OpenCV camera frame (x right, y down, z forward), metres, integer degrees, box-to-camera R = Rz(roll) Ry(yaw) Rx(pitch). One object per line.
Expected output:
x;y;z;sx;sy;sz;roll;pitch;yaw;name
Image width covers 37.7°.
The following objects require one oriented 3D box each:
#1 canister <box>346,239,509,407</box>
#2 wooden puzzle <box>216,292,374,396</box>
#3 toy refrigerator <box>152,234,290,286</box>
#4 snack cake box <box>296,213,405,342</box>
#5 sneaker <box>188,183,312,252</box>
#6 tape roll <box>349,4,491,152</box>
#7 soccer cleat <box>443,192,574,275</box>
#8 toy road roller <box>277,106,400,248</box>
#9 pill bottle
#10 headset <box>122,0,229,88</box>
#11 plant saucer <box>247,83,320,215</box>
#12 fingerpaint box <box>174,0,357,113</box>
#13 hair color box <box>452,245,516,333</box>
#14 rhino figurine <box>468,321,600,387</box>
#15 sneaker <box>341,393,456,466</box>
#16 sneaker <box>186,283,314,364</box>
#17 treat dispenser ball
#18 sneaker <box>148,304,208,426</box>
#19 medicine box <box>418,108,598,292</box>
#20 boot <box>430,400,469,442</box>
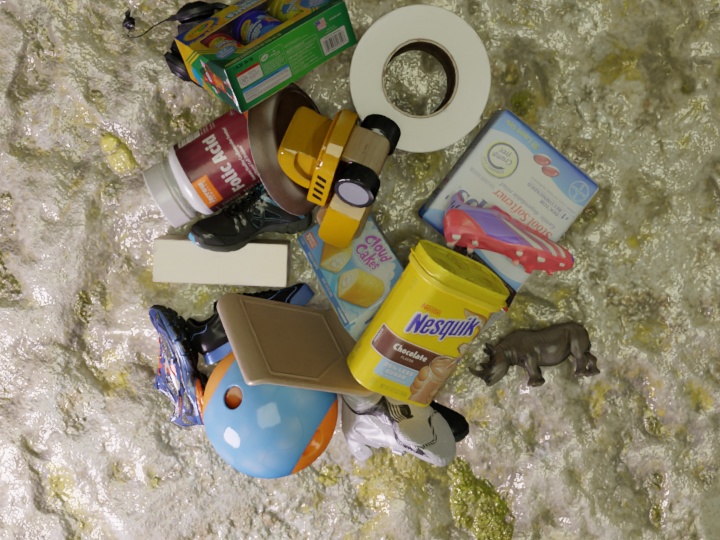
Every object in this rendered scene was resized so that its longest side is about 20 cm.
0.088;0.076;1.426;0.147;0.087;0.201;21;112;-32;canister
-0.091;0.108;1.477;0.198;0.186;0.038;7;123;-29;wooden puzzle
-0.206;-0.012;1.577;0.197;0.076;0.071;2;96;-1;toy refrigerator
0.000;0.000;1.523;0.114;0.201;0.067;-35;137;5;snack cake box
-0.160;-0.087;1.533;0.198;0.073;0.083;-20;133;-31;sneaker
0.082;-0.271;1.519;0.199;0.139;0.206;0;97;-1;tape roll
0.211;-0.051;1.483;0.197;0.067;0.077;14;69;-8;soccer cleat
-0.040;-0.140;1.448;0.144;0.201;0.124;23;60;0;toy road roller
-0.209;-0.155;1.541;0.198;0.114;0.115;-31;96;3;pill bottle
-0.251;-0.339;1.554;0.197;0.094;0.125;12;95;-17;headset
-0.092;-0.180;1.502;0.032;0.200;0.203;-10;97;27;plant saucer
-0.133;-0.321;1.466;0.199;0.167;0.074;-33;130;-16;fingerpaint box
0.120;0.063;1.547;0.111;0.064;0.200;43;127;-4;hair color box
0.261;0.132;1.605;0.197;0.060;0.089;-10;77;1;rhino figurine
0.049;0.236;1.529;0.199;0.075;0.116;33;137;22;sneaker
-0.168;0.061;1.589;0.198;0.070;0.079;-31;98;0;sneaker
-0.131;0.200;1.539;0.198;0.201;0.204;0;96;-1;treat dispenser ball
-0.283;0.149;1.597;0.077;0.075;0.203;-19;95;5;sneaker
0.215;-0.103;1.558;0.181;0.103;0.201;38;94;-4;medicine box
0.076;0.152;1.551;0.163;0.066;0.203;5;118;21;boot
